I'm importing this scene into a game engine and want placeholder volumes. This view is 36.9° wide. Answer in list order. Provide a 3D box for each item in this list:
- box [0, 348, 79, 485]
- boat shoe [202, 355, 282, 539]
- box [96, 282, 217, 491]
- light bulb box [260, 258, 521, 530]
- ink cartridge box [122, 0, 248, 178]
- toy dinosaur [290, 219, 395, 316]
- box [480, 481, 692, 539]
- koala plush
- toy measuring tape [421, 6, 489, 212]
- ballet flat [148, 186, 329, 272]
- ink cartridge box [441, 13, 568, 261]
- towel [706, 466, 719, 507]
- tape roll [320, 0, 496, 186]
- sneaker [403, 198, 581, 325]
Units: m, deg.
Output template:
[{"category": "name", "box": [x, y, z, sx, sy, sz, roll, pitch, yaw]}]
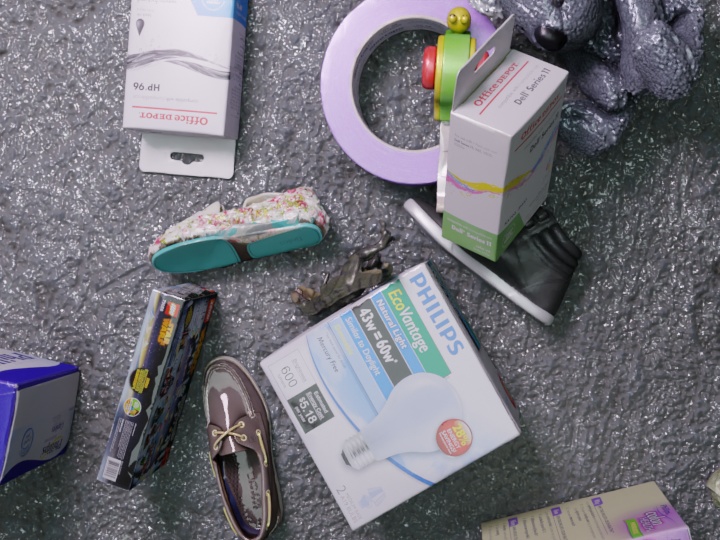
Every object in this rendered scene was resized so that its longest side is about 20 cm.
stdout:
[{"category": "box", "box": [-0.424, 0.138, 1.137, 0.196, 0.184, 0.107, 13, 92, 5]}, {"category": "boat shoe", "box": [-0.132, 0.194, 1.170, 0.070, 0.060, 0.204, -13, 91, 7]}, {"category": "box", "box": [-0.211, 0.117, 1.137, 0.039, 0.137, 0.204, 18, 94, 5]}, {"category": "light bulb box", "box": [0.035, 0.123, 1.118, 0.198, 0.125, 0.200, -31, 89, 7]}, {"category": "ink cartridge box", "box": [-0.188, -0.205, 1.156, 0.113, 0.068, 0.205, 5, 93, 6]}, {"category": "toy dinosaur", "box": [0.000, 0.000, 1.119, 0.047, 0.199, 0.089, 45, 58, -12]}, {"category": "box", "box": [0.226, 0.300, 1.079, 0.196, 0.176, 0.099, -15, 90, 6]}, {"category": "koala plush", "box": [0.211, -0.250, 1.044, 0.198, 0.177, 0.186, 28, 58, -14]}, {"category": "toy measuring tape", "box": [0.091, -0.159, 1.064, 0.072, 0.074, 0.205, 4, 92, 6]}, {"category": "ballet flat", "box": [-0.130, -0.045, 1.158, 0.196, 0.076, 0.065, -10, 57, 2]}, {"category": "ink cartridge box", "box": [0.137, -0.123, 1.022, 0.067, 0.202, 0.117, 26, 53, 23]}, {"category": "towel", "box": [0.476, 0.235, 1.121, 0.199, 0.036, 0.149, 37, 95, 3]}, {"category": "tape roll", "box": [0.058, -0.192, 1.133, 0.196, 0.066, 0.205, 0, 93, 6]}, {"category": "sneaker", "box": [0.144, -0.040, 1.131, 0.198, 0.071, 0.100, 35, 93, -2]}]
